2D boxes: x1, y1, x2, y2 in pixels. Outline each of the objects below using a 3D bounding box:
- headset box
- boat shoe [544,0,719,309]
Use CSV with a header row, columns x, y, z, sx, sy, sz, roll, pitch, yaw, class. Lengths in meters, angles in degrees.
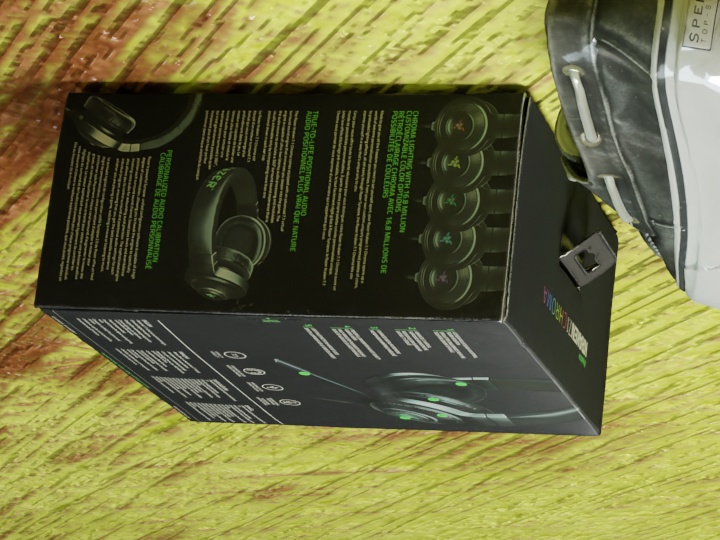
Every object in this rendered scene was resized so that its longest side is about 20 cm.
x,y,z,sx,sy,sz,roll,pitch,yaw,class
0.000,0.000,1.048,0.200,0.093,0.174,1,163,19,headset box
0.103,-0.051,0.898,0.071,0.072,0.200,12,156,17,boat shoe
